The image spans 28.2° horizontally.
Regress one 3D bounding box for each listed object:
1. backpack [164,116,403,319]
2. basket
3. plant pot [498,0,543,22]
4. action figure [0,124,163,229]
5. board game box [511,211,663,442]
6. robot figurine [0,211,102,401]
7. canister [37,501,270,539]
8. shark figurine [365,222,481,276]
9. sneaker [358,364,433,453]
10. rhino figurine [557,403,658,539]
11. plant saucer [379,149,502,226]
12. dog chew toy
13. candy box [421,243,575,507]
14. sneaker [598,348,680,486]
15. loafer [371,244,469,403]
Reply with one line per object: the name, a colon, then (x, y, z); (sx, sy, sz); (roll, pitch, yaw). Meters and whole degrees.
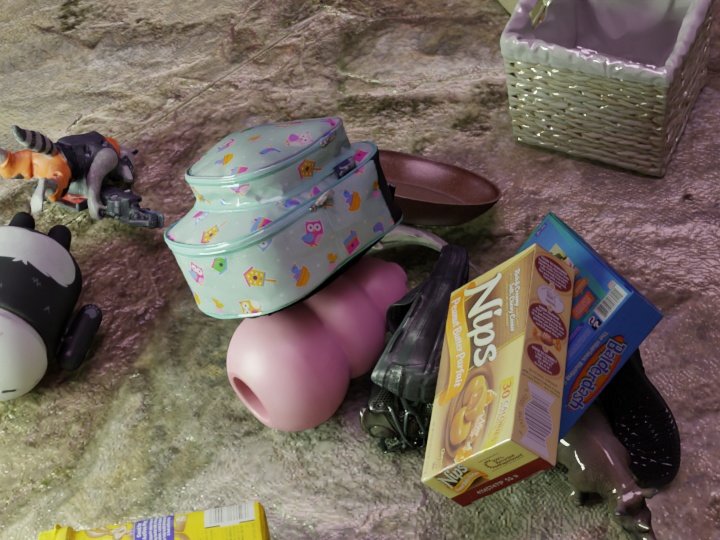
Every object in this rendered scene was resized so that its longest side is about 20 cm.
backpack: (-0.083, -0.049, 1.341); (0.174, 0.154, 0.200); (4, 41, 45)
basket: (0.277, -0.238, 1.596); (0.198, 0.162, 0.199); (16, 52, 20)
plant pot: (0.247, -0.411, 1.749); (0.197, 0.201, 0.179); (-14, 58, -5)
action figure: (-0.305, -0.109, 1.571); (0.198, 0.106, 0.193); (16, 16, 27)
board game box: (0.173, 0.049, 1.300); (0.153, 0.045, 0.200); (-51, 25, 10)
robot figurine: (-0.357, 0.038, 1.460); (0.148, 0.125, 0.202); (-8, 44, 24)
canister: (-0.172, 0.282, 1.235); (0.197, 0.087, 0.150); (-9, 47, -2)
shark figurine: (0.015, -0.017, 1.493); (0.212, 0.090, 0.130); (-13, 80, 6)
sneaker: (0.074, 0.144, 1.336); (0.114, 0.077, 0.199); (-37, 50, -21)
rhino figurine: (0.210, 0.173, 1.279); (0.059, 0.088, 0.201); (-23, 48, -13)
plant saucer: (0.050, -0.086, 1.524); (0.198, 0.037, 0.201); (10, 17, -3)
dog chew toy: (-0.032, 0.062, 1.384); (0.199, 0.125, 0.124); (-39, 54, -20)
candy box: (0.119, 0.088, 1.229); (0.115, 0.055, 0.202); (-32, 35, 43)
sneaker: (0.247, 0.101, 1.348); (0.060, 0.104, 0.202); (-28, 84, 14)
loafer: (0.059, 0.041, 1.350); (0.069, 0.069, 0.202); (12, 41, 8)
